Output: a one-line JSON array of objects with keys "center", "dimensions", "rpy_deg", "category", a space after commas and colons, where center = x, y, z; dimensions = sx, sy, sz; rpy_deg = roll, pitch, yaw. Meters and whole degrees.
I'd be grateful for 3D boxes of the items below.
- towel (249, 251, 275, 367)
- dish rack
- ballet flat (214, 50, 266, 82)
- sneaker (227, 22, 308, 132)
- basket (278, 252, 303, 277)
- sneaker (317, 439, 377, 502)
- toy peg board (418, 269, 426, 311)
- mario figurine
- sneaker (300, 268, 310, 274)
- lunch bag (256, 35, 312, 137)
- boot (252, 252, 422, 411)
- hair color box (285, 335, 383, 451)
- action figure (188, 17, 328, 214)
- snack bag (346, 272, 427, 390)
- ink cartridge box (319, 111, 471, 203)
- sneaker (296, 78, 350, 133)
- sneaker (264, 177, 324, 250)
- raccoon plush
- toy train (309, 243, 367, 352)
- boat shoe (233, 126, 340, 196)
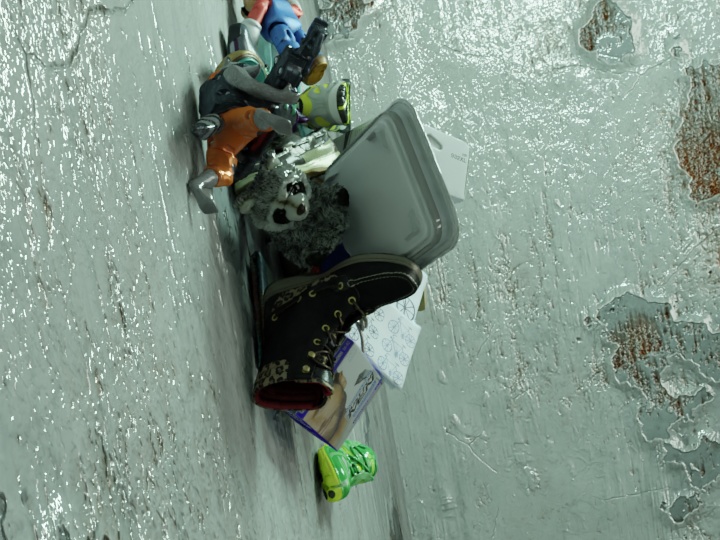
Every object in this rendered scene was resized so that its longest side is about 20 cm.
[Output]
[{"center": [-0.103, 0.081, 1.428], "dimensions": [0.200, 0.021, 0.148], "rpy_deg": [69, 12, -66], "category": "towel"}, {"center": [0.022, -0.074, 1.288], "dimensions": [0.200, 0.043, 0.173], "rpy_deg": [-38, -110, 58], "category": "dish rack"}, {"center": [-0.142, -0.208, 1.365], "dimensions": [0.063, 0.068, 0.200], "rpy_deg": [52, -10, 21], "category": "ballet flat"}, {"center": [-0.114, -0.219, 1.490], "dimensions": [0.075, 0.086, 0.202], "rpy_deg": [-90, 170, -69], "category": "sneaker"}, {"center": [-0.033, 0.043, 1.662], "dimensions": [0.135, 0.179, 0.202], "rpy_deg": [-30, 107, -43], "category": "basket"}, {"center": [-0.018, 0.284, 1.724], "dimensions": [0.200, 0.082, 0.075], "rpy_deg": [-60, 141, -83], "category": "sneaker"}, {"center": [-0.008, -0.003, 1.761], "dimensions": [0.098, 0.197, 0.201], "rpy_deg": [-70, 161, -48], "category": "toy peg board"}, {"center": [-0.123, -0.333, 1.588], "dimensions": [0.202, 0.105, 0.124], "rpy_deg": [65, 2, 22], "category": "mario figurine"}, {"center": [-0.055, 0.046, 1.527], "dimensions": [0.078, 0.079, 0.201], "rpy_deg": [-45, -163, 51], "category": "sneaker"}, {"center": [-0.112, -0.257, 1.675], "dimensions": [0.161, 0.076, 0.202], "rpy_deg": [76, 6, -51], "category": "lunch bag"}, {"center": [-0.029, 0.067, 1.259], "dimensions": [0.073, 0.198, 0.152], "rpy_deg": [55, 34, -42], "category": "boot"}, {"center": [-0.040, 0.142, 1.417], "dimensions": [0.110, 0.064, 0.200], "rpy_deg": [-56, 159, -9], "category": "hair color box"}, {"center": [-0.114, -0.169, 1.151], "dimensions": [0.201, 0.104, 0.194], "rpy_deg": [-57, -157, 21], "category": "action figure"}, {"center": [0.018, 0.025, 1.529], "dimensions": [0.189, 0.021, 0.201], "rpy_deg": [45, 45, -27], "category": "snack bag"}, {"center": [0.032, -0.129, 1.590], "dimensions": [0.199, 0.144, 0.085], "rpy_deg": [-19, -122, 55], "category": "ink cartridge box"}, {"center": [-0.050, -0.226, 1.594], "dimensions": [0.200, 0.075, 0.077], "rpy_deg": [-12, 99, -88], "category": "sneaker"}, {"center": [-0.098, -0.085, 1.569], "dimensions": [0.200, 0.070, 0.109], "rpy_deg": [36, -78, 56], "category": "sneaker"}, {"center": [-0.106, -0.068, 1.295], "dimensions": [0.133, 0.199, 0.098], "rpy_deg": [30, 68, -34], "category": "raccoon plush"}, {"center": [0.000, 0.000, 1.447], "dimensions": [0.115, 0.084, 0.203], "rpy_deg": [-4, 76, -59], "category": "toy train"}, {"center": [-0.094, -0.135, 1.416], "dimensions": [0.200, 0.071, 0.067], "rpy_deg": [-21, 87, -55], "category": "boat shoe"}]
